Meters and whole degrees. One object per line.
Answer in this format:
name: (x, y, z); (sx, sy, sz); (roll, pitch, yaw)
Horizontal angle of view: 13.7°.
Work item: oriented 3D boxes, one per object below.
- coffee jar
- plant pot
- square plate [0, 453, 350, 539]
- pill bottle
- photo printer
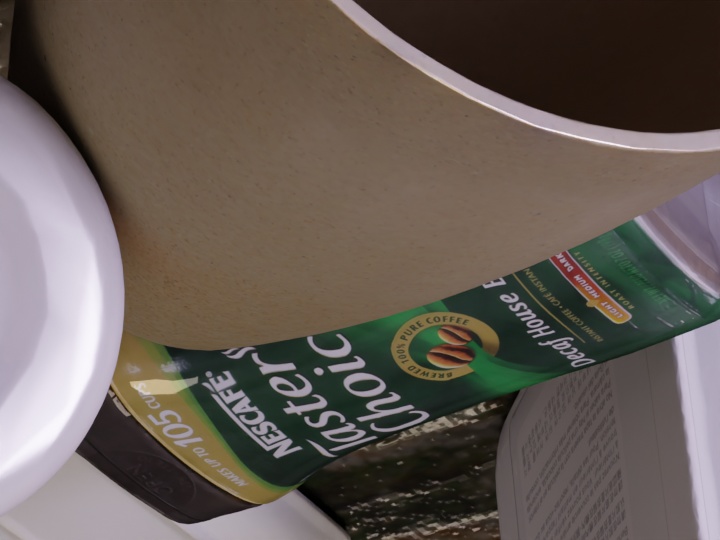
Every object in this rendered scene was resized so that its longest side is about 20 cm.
coffee jar: (0.000, 0.000, 0.851); (0.199, 0.086, 0.104); (-24, 138, 26)
plant pot: (-0.004, -0.066, 0.699); (0.186, 0.188, 0.200); (14, 148, -23)
square plate: (-0.135, 0.088, 1.008); (0.197, 0.029, 0.200); (-22, 140, 23)
pill bottle: (-0.137, 0.017, 0.730); (0.112, 0.114, 0.200); (12, 167, -20)
photo printer: (0.097, 0.097, 0.895); (0.069, 0.201, 0.167); (8, 142, -15)
